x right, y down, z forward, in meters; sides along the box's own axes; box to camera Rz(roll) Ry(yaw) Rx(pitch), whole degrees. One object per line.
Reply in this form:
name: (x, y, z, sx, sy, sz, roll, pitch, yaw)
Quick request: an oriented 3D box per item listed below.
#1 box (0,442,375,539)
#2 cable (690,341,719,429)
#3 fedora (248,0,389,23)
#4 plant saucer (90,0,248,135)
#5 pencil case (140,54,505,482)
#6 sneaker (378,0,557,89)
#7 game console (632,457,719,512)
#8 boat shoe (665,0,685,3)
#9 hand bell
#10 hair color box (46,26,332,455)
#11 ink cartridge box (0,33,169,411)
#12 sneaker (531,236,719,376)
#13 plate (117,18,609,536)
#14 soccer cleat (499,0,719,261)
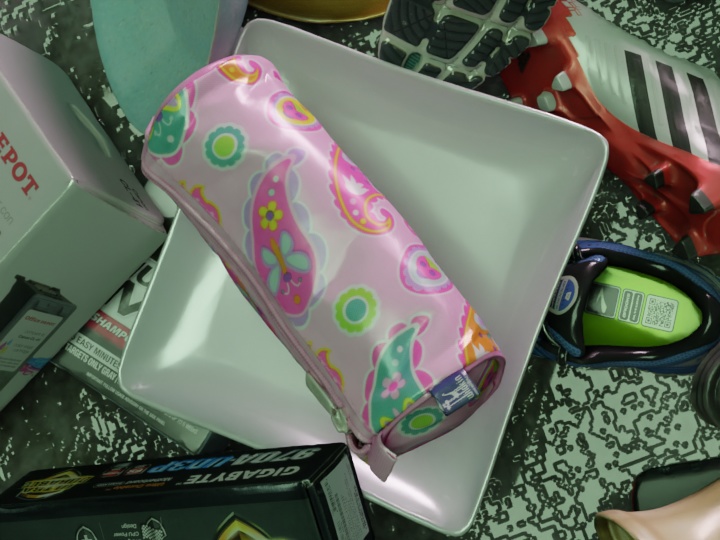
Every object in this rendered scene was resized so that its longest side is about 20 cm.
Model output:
box: (-0.077, 0.172, 0.854, 0.198, 0.046, 0.161, -8, 106, 28)
cable: (0.246, 0.014, 0.852, 0.200, 0.050, 0.097, -43, 114, -1)
fedora: (-0.015, -0.231, 0.906, 0.198, 0.082, 0.203, -1, 86, 10)
plant saucer: (-0.092, -0.170, 0.882, 0.038, 0.201, 0.203, -4, 84, -26)
pencil case: (-0.019, -0.003, 0.789, 0.087, 0.087, 0.201, -39, 74, 5)
sneaker: (0.068, -0.179, 0.858, 0.077, 0.080, 0.202, 22, 100, -18)
game console: (0.245, 0.174, 0.861, 0.198, 0.031, 0.179, -9, 85, 9)
boat shoe: (0.232, -0.187, 0.861, 0.198, 0.073, 0.062, -16, 65, 16)
hand bell: (0.221, 0.098, 0.834, 0.199, 0.104, 0.104, -37, 81, -9)
hair color box: (-0.069, -0.014, 0.912, 0.098, 0.061, 0.201, 30, 91, 11)
ink cartridge box: (-0.218, -0.009, 0.896, 0.200, 0.085, 0.148, -46, 57, 11)
sneaker: (0.092, 0.008, 0.868, 0.198, 0.089, 0.080, 6, 86, 10)
plate: (0.000, 0.000, 0.843, 0.198, 0.032, 0.202, 20, 91, 18)
soccer cleat: (0.139, -0.088, 0.884, 0.085, 0.069, 0.200, -27, 60, -31)
